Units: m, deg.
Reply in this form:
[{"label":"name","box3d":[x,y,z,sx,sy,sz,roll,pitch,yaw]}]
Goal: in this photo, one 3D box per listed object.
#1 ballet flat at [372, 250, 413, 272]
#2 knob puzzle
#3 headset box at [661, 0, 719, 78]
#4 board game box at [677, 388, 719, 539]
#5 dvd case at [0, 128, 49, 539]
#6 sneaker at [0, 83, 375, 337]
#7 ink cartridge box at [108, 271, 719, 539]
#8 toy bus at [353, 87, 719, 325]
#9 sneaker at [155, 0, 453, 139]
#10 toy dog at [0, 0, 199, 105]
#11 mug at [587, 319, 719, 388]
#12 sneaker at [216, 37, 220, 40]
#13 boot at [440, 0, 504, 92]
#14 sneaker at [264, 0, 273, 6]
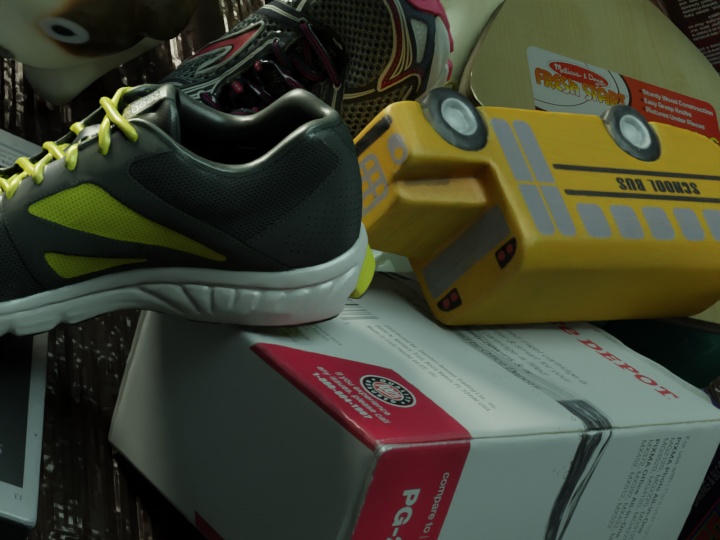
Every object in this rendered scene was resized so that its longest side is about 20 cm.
[{"label":"ballet flat","box3d":[0.000,0.000,0.795,0.069,0.069,0.200,46,33,4]},{"label":"knob puzzle","box3d":[0.125,-0.064,0.846,0.219,0.030,0.220,17,56,-28]},{"label":"headset box","box3d":[0.206,-0.182,0.938,0.200,0.075,0.149,61,27,-30]},{"label":"board game box","box3d":[0.172,0.163,0.820,0.165,0.057,0.200,50,33,6]},{"label":"dvd case","box3d":[-0.187,-0.001,0.641,0.150,0.025,0.200,24,37,-28]},{"label":"sneaker","box3d":[-0.094,-0.030,0.616,0.199,0.085,0.075,-2,31,-8]},{"label":"ink cartridge box","box3d":[0.025,0.064,0.688,0.200,0.084,0.145,2,24,-42]},{"label":"toy bus","box3d":[0.078,-0.022,0.713,0.200,0.065,0.078,0,60,-42]},{"label":"sneaker","box3d":[-0.042,-0.065,0.715,0.075,0.200,0.081,-19,78,-51]},{"label":"toy dog","box3d":[-0.112,-0.158,0.757,0.140,0.194,0.200,46,24,-20]},{"label":"mug","box3d":[0.155,0.003,0.927,0.152,0.114,0.185,31,34,-21]},{"label":"sneaker","box3d":[-0.021,-0.107,0.904,0.200,0.079,0.079,-25,106,-33]},{"label":"boot","box3d":[0.005,-0.118,0.833,0.200,0.073,0.156,-20,100,-28]},{"label":"sneaker","box3d":[-0.014,-0.146,0.755,0.084,0.077,0.201,81,-7,-78]}]
